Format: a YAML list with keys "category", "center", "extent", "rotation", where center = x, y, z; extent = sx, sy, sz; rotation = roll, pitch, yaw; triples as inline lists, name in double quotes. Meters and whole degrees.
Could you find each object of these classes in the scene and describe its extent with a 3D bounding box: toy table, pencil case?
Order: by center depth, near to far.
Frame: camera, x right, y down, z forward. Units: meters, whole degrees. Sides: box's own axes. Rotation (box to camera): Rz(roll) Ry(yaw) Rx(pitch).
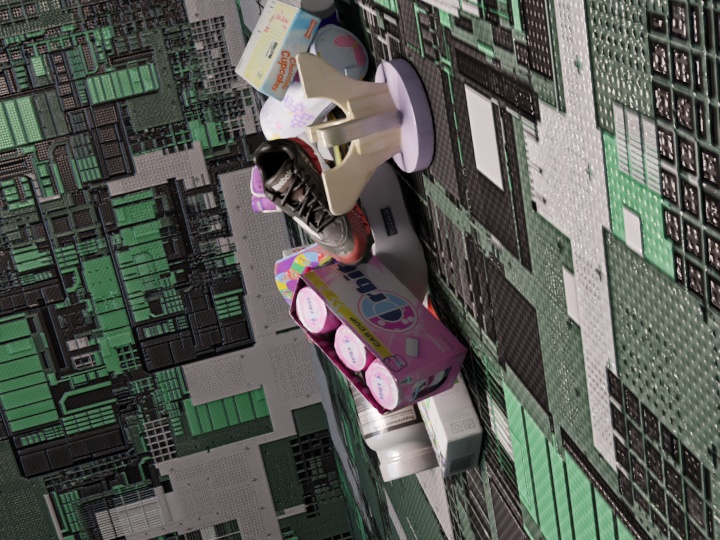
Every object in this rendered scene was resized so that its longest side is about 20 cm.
- category: "toy table"
  center: [0.002, -0.166, 1.252]
  extent: [0.200, 0.116, 0.185]
  rotation: [153, 103, -83]
- category: "pencil case"
  center: [-0.064, -0.238, 1.478]
  extent: [0.200, 0.083, 0.091]
  rotation: [-45, 50, 53]

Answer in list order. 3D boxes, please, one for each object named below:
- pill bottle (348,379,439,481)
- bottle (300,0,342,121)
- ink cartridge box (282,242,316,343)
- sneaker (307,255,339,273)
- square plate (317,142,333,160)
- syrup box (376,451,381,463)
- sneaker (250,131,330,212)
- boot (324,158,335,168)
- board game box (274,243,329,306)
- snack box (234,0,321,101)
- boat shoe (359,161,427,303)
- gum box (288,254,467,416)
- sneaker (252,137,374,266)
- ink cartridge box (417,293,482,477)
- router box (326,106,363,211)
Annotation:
- category: "pill bottle"
  center: [0.051, 0.183, 1.539]
  extent: [0.116, 0.116, 0.201]
  rotation: [112, 143, -77]
- category: "bottle"
  center: [-0.052, -0.295, 1.571]
  extent: [0.201, 0.065, 0.084]
  rotation: [84, -174, -47]
- category: "ink cartridge box"
  center: [-0.036, 0.023, 1.754]
  extent: [0.200, 0.145, 0.083]
  rotation: [-121, 19, -64]
- category: "sneaker"
  center: [0.000, 0.000, 1.432]
  extent: [0.066, 0.200, 0.079]
  rotation: [-26, 96, 41]
- category: "square plate"
  center: [-0.034, -0.134, 1.900]
  extent: [0.201, 0.028, 0.199]
  rotation: [-113, 11, -48]
- category: "syrup box"
  center: [0.047, 0.228, 1.783]
  extent: [0.200, 0.078, 0.082]
  rotation: [-115, 14, -55]
- category: "sneaker"
  center: [-0.076, -0.085, 1.430]
  extent: [0.201, 0.114, 0.073]
  rotation: [54, 171, 42]
- category: "boot"
  center: [-0.063, -0.117, 1.709]
  extent: [0.200, 0.107, 0.075]
  rotation: [51, -126, -57]
- category: "board game box"
  center: [-0.033, 0.033, 1.569]
  extent: [0.158, 0.199, 0.039]
  rotation: [47, -140, -27]
- category: "snack box"
  center: [-0.113, -0.298, 1.476]
  extent: [0.117, 0.037, 0.200]
  rotation: [-63, 21, 9]
- category: "boat shoe"
  center: [0.038, -0.044, 1.400]
  extent: [0.066, 0.071, 0.201]
  rotation: [-66, -41, -79]
- category: "gum box"
  center: [0.022, 0.075, 1.302]
  extent: [0.200, 0.113, 0.066]
  rotation: [45, 135, 32]
- category: "sneaker"
  center: [-0.062, -0.084, 1.328]
  extent: [0.201, 0.071, 0.098]
  rotation: [53, -161, 21]
- category: "ink cartridge box"
  center: [0.095, 0.143, 1.383]
  extent: [0.109, 0.050, 0.201]
  rotation: [88, 165, -57]
- category: "router box"
  center: [0.001, -0.131, 1.556]
  extent: [0.158, 0.052, 0.201]
  rotation: [-114, 12, -54]
